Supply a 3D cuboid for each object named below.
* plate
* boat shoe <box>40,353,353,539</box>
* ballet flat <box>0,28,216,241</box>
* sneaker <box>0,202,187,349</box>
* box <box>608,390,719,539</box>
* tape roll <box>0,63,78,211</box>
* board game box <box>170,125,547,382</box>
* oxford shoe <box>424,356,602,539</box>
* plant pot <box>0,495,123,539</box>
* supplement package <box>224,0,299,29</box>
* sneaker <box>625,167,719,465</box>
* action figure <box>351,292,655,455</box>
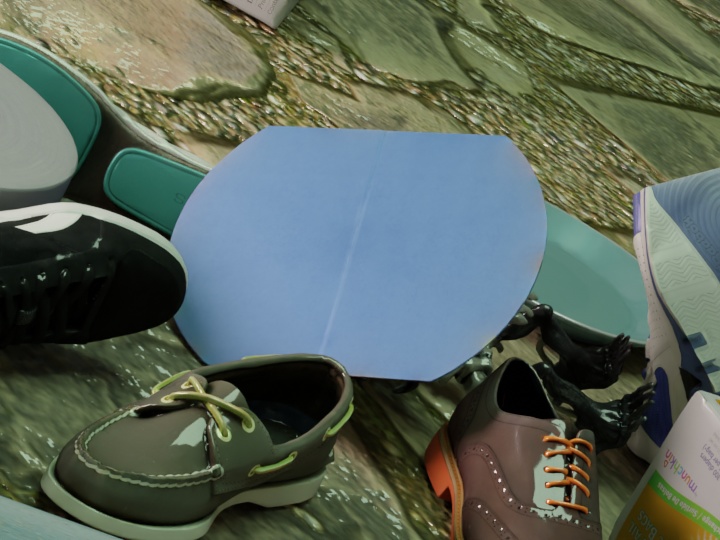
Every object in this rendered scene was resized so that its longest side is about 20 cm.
[{"bbox_3d":[0.115,-0.001,1.786,0.199,0.026,0.200,26,19,-10],"label":"plate"},{"bbox_3d":[-0.070,0.075,1.286,0.072,0.060,0.201,37,21,22],"label":"boat shoe"},{"bbox_3d":[-0.143,-0.063,1.543,0.199,0.070,0.069,31,19,-8],"label":"ballet flat"},{"bbox_3d":[-0.162,0.022,1.292,0.199,0.073,0.112,9,30,-27],"label":"sneaker"},{"bbox_3d":[0.245,0.152,1.469,0.199,0.102,0.113,17,22,-30],"label":"box"},{"bbox_3d":[-0.241,-0.068,1.399,0.200,0.066,0.200,26,20,-10],"label":"tape roll"},{"bbox_3d":[0.000,0.000,1.475,0.199,0.039,0.159,3,53,17],"label":"board game box"},{"bbox_3d":[0.085,0.111,1.389,0.071,0.073,0.200,19,22,-27],"label":"oxford shoe"},{"bbox_3d":[-0.108,0.161,0.843,0.195,0.197,0.200,22,11,-20],"label":"plant pot"},{"bbox_3d":[-0.093,-0.311,2.020,0.199,0.192,0.147,28,18,0],"label":"supplement package"},{"bbox_3d":[0.181,0.052,1.589,0.080,0.115,0.200,-10,79,-27],"label":"sneaker"},{"bbox_3d":[0.061,0.023,1.540,0.199,0.102,0.119,24,31,-19],"label":"action figure"}]
